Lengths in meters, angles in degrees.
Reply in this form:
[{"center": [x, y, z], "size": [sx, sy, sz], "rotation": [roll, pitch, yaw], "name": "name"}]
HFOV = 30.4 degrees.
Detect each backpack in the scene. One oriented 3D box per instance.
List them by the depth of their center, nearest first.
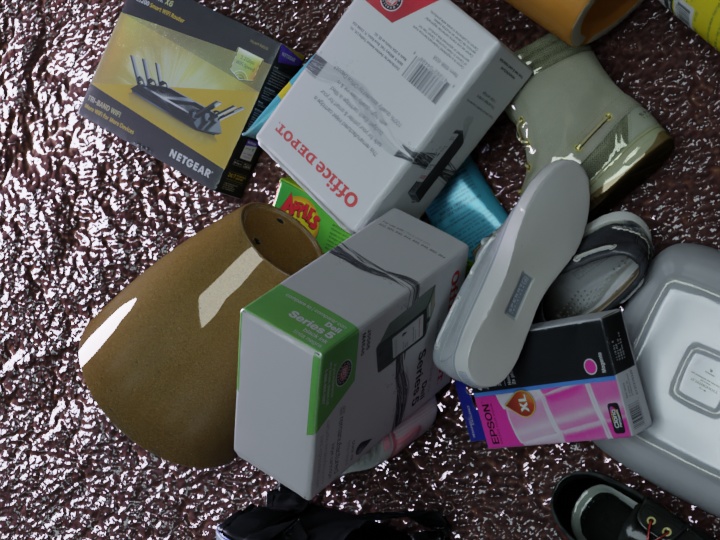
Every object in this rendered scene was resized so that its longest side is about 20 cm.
[{"center": [-0.043, 0.270, 1.137], "size": [0.198, 0.190, 0.156], "rotation": [5, 83, 28], "name": "backpack"}]

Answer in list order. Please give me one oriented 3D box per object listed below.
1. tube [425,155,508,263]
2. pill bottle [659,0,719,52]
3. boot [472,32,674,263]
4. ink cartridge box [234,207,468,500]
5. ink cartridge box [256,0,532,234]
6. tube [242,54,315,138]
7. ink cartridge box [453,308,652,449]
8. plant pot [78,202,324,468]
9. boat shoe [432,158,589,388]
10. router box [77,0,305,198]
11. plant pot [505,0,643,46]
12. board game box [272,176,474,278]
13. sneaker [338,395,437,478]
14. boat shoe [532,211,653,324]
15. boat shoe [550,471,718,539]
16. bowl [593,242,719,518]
[{"center": [0.075, -0.087, 1.204], "size": [0.077, 0.050, 0.202], "rotation": [-32, 78, 25], "name": "tube"}, {"center": [0.338, -0.203, 1.044], "size": [0.200, 0.112, 0.113], "rotation": [46, 104, 23], "name": "pill bottle"}, {"center": [0.150, -0.102, 1.151], "size": [0.199, 0.072, 0.155], "rotation": [-39, 70, 11], "name": "boot"}, {"center": [-0.005, 0.062, 1.060], "size": [0.083, 0.199, 0.147], "rotation": [27, 130, 28], "name": "ink cartridge box"}, {"center": [0.026, -0.142, 1.143], "size": [0.144, 0.084, 0.201], "rotation": [44, 102, 28], "name": "ink cartridge box"}, {"center": [-0.025, -0.189, 1.246], "size": [0.200, 0.077, 0.051], "rotation": [-43, 71, 12], "name": "tube"}, {"center": [0.141, 0.094, 1.089], "size": [0.199, 0.037, 0.096], "rotation": [-14, 93, 49], "name": "ink cartridge box"}, {"center": [-0.124, 0.040, 1.186], "size": [0.200, 0.185, 0.187], "rotation": [-50, 65, 28], "name": "plant pot"}, {"center": [0.119, -0.001, 1.072], "size": [0.068, 0.072, 0.202], "rotation": [12, 77, 53], "name": "boat shoe"}, {"center": [-0.173, -0.186, 1.334], "size": [0.199, 0.052, 0.159], "rotation": [28, 97, 26], "name": "router box"}, {"center": [0.161, -0.295, 1.104], "size": [0.200, 0.200, 0.184], "rotation": [-44, 76, 16], "name": "plant pot"}, {"center": [0.000, 0.000, 1.217], "size": [0.199, 0.047, 0.103], "rotation": [28, 110, 26], "name": "board game box"}, {"center": [-0.006, 0.139, 1.210], "size": [0.199, 0.104, 0.076], "rotation": [-18, 100, 53], "name": "sneaker"}, {"center": [0.162, 0.029, 1.114], "size": [0.199, 0.061, 0.074], "rotation": [-35, 109, 28], "name": "boat shoe"}, {"center": [0.223, 0.218, 1.031], "size": [0.074, 0.063, 0.201], "rotation": [-57, 34, -3], "name": "boat shoe"}, {"center": [0.283, 0.089, 1.062], "size": [0.199, 0.074, 0.202], "rotation": [27, 96, 28], "name": "bowl"}]
